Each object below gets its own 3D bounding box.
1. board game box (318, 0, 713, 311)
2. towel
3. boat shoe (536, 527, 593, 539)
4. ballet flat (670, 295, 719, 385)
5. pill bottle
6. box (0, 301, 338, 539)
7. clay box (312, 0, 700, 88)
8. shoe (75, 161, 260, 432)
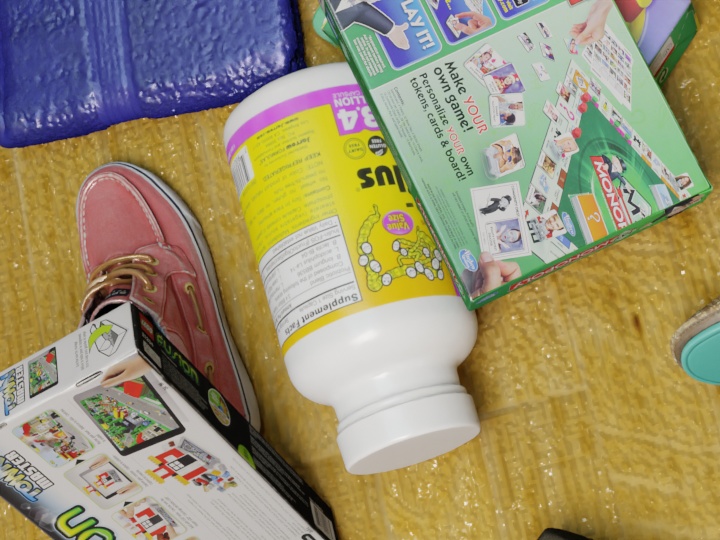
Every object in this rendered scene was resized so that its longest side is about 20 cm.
[{"bbox_3d":[0.072,-0.098,0.848,0.134,0.029,0.201,-24,78,-5],"label":"board game box"},{"bbox_3d":[-0.130,-0.159,0.996,0.199,0.050,0.149,-10,83,17],"label":"towel"},{"bbox_3d":[0.157,0.200,0.801,0.199,0.076,0.074,33,94,23],"label":"boat shoe"},{"bbox_3d":[0.249,0.006,0.823,0.199,0.071,0.066,-12,48,14],"label":"ballet flat"},{"bbox_3d":[0.000,0.000,0.882,0.104,0.104,0.201,-21,73,14],"label":"pill bottle"},{"bbox_3d":[-0.104,0.108,0.848,0.110,0.200,0.035,-27,43,12],"label":"box"},{"bbox_3d":[0.070,-0.138,0.916,0.199,0.048,0.115,33,90,21],"label":"clay box"},{"bbox_3d":[-0.122,0.015,0.926,0.071,0.091,0.201,-30,67,12],"label":"shoe"}]
